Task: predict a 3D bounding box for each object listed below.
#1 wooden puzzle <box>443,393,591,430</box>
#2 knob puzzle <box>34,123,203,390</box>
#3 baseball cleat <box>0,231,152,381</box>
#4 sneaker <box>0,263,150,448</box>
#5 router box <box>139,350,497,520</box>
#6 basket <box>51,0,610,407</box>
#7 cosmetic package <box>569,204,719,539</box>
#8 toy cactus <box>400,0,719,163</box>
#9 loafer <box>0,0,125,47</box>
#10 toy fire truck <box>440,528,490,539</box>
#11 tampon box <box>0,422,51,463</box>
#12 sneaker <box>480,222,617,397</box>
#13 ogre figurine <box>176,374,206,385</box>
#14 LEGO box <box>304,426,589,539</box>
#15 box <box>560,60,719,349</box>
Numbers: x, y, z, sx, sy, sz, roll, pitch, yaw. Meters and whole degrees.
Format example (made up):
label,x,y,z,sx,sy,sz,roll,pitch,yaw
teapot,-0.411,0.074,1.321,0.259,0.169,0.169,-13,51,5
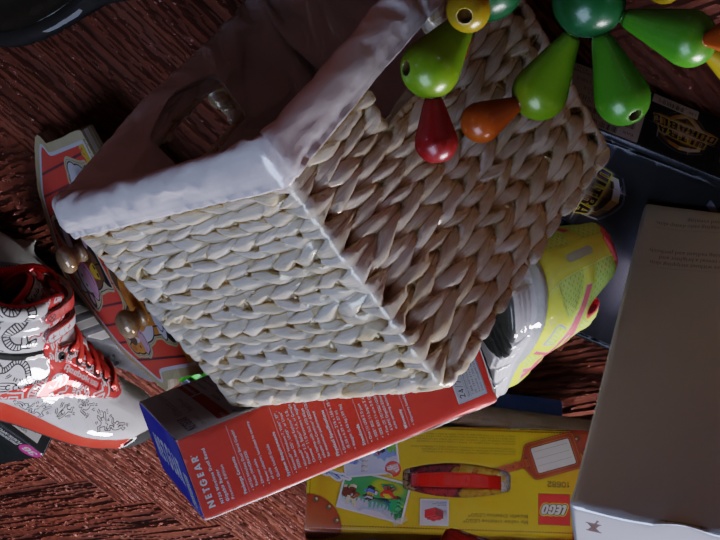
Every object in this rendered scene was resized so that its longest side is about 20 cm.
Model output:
label,x,y,z,sx,sy,sz,roll,pitch,yaw
wooden puzzle,0.067,0.122,1.218,0.184,0.047,0.200,9,156,-16
knob puzzle,-0.183,-0.002,1.147,0.220,0.030,0.220,45,152,31
baseball cleat,-0.237,0.051,1.273,0.200,0.107,0.070,36,153,-20
sneaker,-0.214,0.061,1.200,0.201,0.067,0.108,17,116,-34
router box,-0.033,0.079,1.002,0.200,0.179,0.049,-172,62,-77
basket,-0.009,-0.051,0.854,0.200,0.198,0.161,-12,123,51
cosmetic package,0.183,0.069,0.863,0.112,0.201,0.081,9,145,18
toy cactus,0.096,-0.143,0.750,0.102,0.199,0.166,-167,57,-77
loafer,-0.158,-0.184,0.919,0.199,0.073,0.071,-13,130,32
toy fire truck,0.066,0.226,1.095,0.200,0.113,0.168,21,176,-40
tampon box,-0.337,0.071,1.350,0.200,0.127,0.150,-16,132,46
sneaker,0.100,0.020,0.965,0.078,0.090,0.200,64,169,6
ogre figurine,-0.104,0.062,1.212,0.201,0.098,0.120,64,146,17
LEGO box,0.064,0.166,1.162,0.199,0.078,0.149,2,158,1
box,0.174,-0.018,0.974,0.198,0.050,0.200,24,149,0
